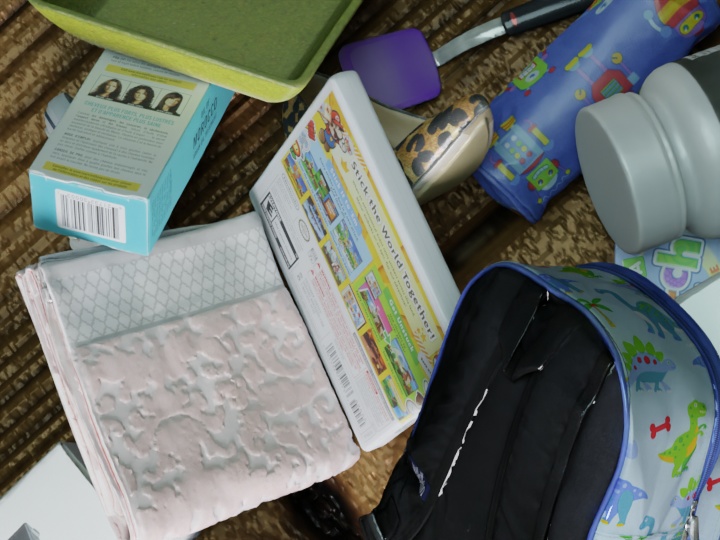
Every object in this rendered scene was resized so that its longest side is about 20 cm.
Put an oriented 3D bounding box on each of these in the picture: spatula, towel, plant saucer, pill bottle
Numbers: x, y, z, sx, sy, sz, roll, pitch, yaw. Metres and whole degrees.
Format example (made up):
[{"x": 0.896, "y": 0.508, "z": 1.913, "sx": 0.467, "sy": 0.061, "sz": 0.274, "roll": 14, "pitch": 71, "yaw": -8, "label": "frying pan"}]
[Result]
[{"x": 0.085, "y": -0.161, "z": 1.132, "sx": 0.198, "sy": 0.021, "sz": 0.057, "roll": -20, "pitch": 78, "yaw": 7, "label": "spatula"}, {"x": -0.105, "y": 0.064, "z": 1.061, "sx": 0.032, "sy": 0.199, "sz": 0.193, "roll": -31, "pitch": 79, "yaw": 45, "label": "towel"}, {"x": -0.091, "y": -0.192, "z": 1.118, "sx": 0.198, "sy": 0.048, "sz": 0.201, "roll": 19, "pitch": 48, "yaw": 13, "label": "plant saucer"}, {"x": 0.243, "y": -0.087, "z": 1.023, "sx": 0.198, "sy": 0.114, "sz": 0.115, "roll": -20, "pitch": 79, "yaw": -7, "label": "pill bottle"}]

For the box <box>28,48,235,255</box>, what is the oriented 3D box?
[{"x": -0.144, "y": -0.101, "z": 1.093, "sx": 0.081, "sy": 0.049, "sz": 0.201, "roll": 14, "pitch": 45, "yaw": 8, "label": "box"}]

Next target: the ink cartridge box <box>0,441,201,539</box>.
[{"x": -0.216, "y": 0.209, "z": 1.082, "sx": 0.200, "sy": 0.144, "sz": 0.084, "roll": -43, "pitch": 77, "yaw": 3, "label": "ink cartridge box"}]

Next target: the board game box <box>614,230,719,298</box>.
[{"x": 0.263, "y": 0.033, "z": 1.065, "sx": 0.198, "sy": 0.037, "sz": 0.153, "roll": 0, "pitch": 83, "yaw": 12, "label": "board game box"}]

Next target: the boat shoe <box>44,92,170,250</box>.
[{"x": -0.173, "y": -0.029, "z": 1.139, "sx": 0.067, "sy": 0.074, "sz": 0.201, "roll": -36, "pitch": 78, "yaw": 4, "label": "boat shoe"}]

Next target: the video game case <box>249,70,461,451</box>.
[{"x": 0.000, "y": 0.000, "z": 1.058, "sx": 0.023, "sy": 0.182, "sz": 0.202, "roll": -18, "pitch": 77, "yaw": -26, "label": "video game case"}]

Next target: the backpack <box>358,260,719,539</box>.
[{"x": 0.116, "y": 0.099, "z": 0.896, "sx": 0.183, "sy": 0.146, "sz": 0.202, "roll": 40, "pitch": 123, "yaw": 48, "label": "backpack"}]

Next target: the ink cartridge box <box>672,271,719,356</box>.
[{"x": 0.283, "y": 0.010, "z": 0.971, "sx": 0.199, "sy": 0.146, "sz": 0.083, "roll": -31, "pitch": 81, "yaw": 6, "label": "ink cartridge box"}]

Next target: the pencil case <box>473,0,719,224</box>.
[{"x": 0.150, "y": -0.126, "z": 1.086, "sx": 0.200, "sy": 0.087, "sz": 0.078, "roll": -47, "pitch": 118, "yaw": 3, "label": "pencil case"}]

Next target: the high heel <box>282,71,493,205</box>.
[{"x": 0.009, "y": -0.104, "z": 1.061, "sx": 0.071, "sy": 0.200, "sz": 0.143, "roll": -26, "pitch": 80, "yaw": -30, "label": "high heel"}]
